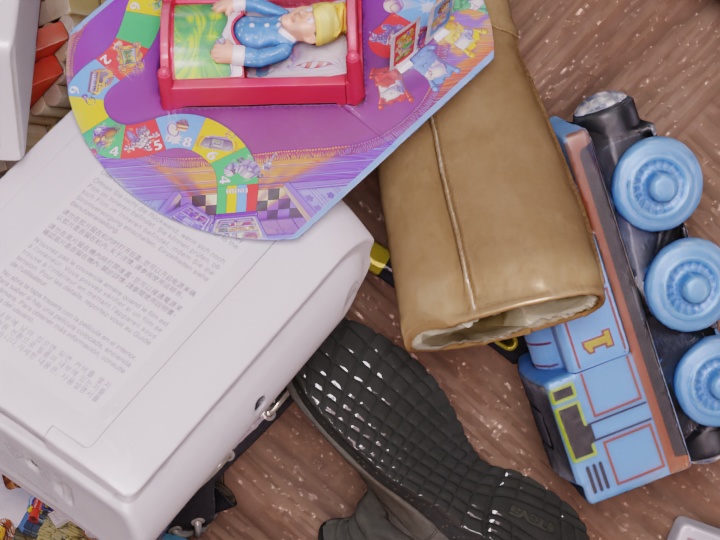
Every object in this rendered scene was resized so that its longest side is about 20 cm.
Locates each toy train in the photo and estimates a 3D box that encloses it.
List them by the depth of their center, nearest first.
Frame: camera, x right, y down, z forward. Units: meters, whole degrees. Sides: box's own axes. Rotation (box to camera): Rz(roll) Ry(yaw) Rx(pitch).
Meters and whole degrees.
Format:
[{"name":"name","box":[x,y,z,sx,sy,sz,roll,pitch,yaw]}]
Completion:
[{"name":"toy train","box":[0.128,0.014,1.009,0.113,0.087,0.201,-21,103,-6]}]

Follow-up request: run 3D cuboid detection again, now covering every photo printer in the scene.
[{"name":"photo printer","box":[-0.102,0.010,0.895,0.166,0.070,0.200,31,58,16]}]

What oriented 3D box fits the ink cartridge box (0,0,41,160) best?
[{"name":"ink cartridge box","box":[-0.246,-0.132,0.885,0.198,0.145,0.084,3,145,-4]}]

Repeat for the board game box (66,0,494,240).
[{"name":"board game box","box":[-0.040,-0.112,0.901,0.158,0.039,0.200,40,68,20]}]

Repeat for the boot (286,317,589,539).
[{"name":"boot","box":[0.011,0.121,1.023,0.200,0.068,0.130,43,138,-9]}]

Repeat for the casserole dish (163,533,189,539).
[{"name":"casserole dish","box":[-0.093,0.222,1.042,0.121,0.039,0.200,-35,124,7]}]

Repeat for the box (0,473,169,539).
[{"name":"box","box":[-0.186,0.089,0.993,0.199,0.038,0.137,30,96,19]}]

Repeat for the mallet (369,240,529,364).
[{"name":"mallet","box":[0.000,0.000,1.038,0.200,0.041,0.066,39,96,-14]}]

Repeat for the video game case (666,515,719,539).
[{"name":"video game case","box":[0.206,0.252,1.111,0.142,0.018,0.201,20,100,-8]}]

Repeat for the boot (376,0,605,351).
[{"name":"boot","box":[0.012,-0.058,0.954,0.174,0.066,0.202,-16,73,15]}]

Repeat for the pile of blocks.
[{"name":"pile of blocks","box":[-0.132,-0.114,0.972,0.082,0.062,0.202,24,103,32]}]

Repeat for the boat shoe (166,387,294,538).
[{"name":"boat shoe","box":[-0.088,0.104,1.037,0.060,0.074,0.201,35,90,-5]}]
